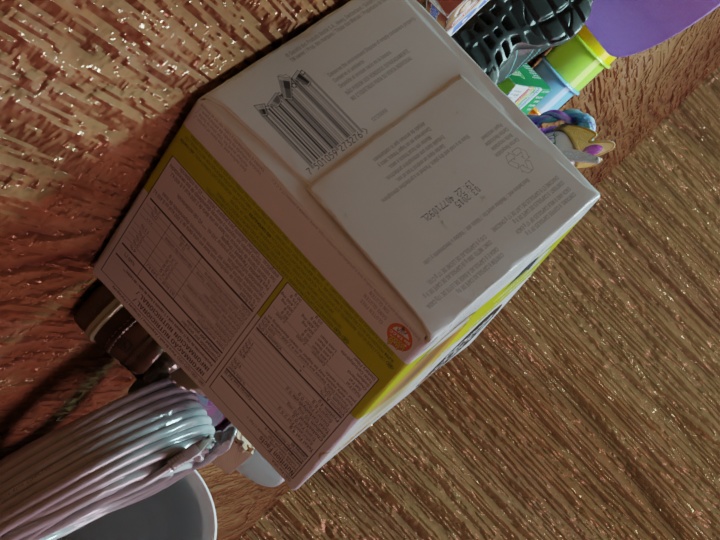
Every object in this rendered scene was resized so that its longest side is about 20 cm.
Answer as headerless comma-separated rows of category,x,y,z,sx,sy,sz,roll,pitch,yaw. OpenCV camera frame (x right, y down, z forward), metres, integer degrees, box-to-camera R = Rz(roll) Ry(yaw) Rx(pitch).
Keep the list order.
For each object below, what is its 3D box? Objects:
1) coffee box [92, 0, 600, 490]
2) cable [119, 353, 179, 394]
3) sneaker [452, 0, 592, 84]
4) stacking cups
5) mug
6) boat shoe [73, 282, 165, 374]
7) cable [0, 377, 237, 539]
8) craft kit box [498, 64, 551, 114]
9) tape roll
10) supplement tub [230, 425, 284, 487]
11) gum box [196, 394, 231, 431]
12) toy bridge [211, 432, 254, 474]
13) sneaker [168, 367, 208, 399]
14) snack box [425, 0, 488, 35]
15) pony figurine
coffee box,-0.011,-0.023,1.367,0.200,0.200,0.198,-37,170,-42
cable,-0.116,0.029,1.667,0.200,0.050,0.097,-38,172,-38
sneaker,0.097,-0.181,1.658,0.200,0.075,0.079,-38,-171,-30
stacking cups,0.185,-0.176,2.106,0.200,0.061,0.061,-46,172,12
mug,-0.200,0.204,1.909,0.175,0.148,0.200,138,-31,-78
boat shoe,-0.128,0.032,1.519,0.075,0.075,0.202,-48,172,25
cable,-0.205,0.150,1.619,0.200,0.069,0.200,-24,174,-20
craft kit box,0.079,-0.112,1.971,0.198,0.049,0.200,-43,173,13
tape roll,0.266,-0.265,1.776,0.200,0.066,0.200,-37,-164,12
supplement tub,-0.052,0.100,2.083,0.200,0.132,0.132,-39,171,-27
gum box,-0.081,0.041,1.747,0.200,0.066,0.114,-46,-171,12
toy bridge,-0.093,0.092,1.844,0.067,0.027,0.200,-43,-157,25
sneaker,-0.088,0.057,1.588,0.081,0.076,0.200,-62,-176,5
snack box,0.123,-0.245,1.541,0.200,0.024,0.072,-44,174,-8
pony figurine,0.089,-0.088,1.726,0.200,0.167,0.193,-18,-161,-6
